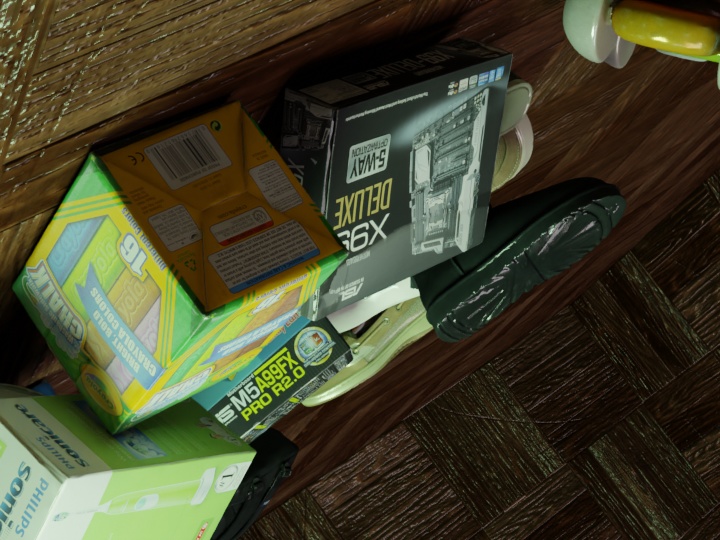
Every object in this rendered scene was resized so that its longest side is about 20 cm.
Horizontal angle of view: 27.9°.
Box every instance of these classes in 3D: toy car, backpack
[{"bbox_3d":[0.273,-0.231,1.192,0.200,0.174,0.151,-11,115,-67],"label":"toy car"},{"bbox_3d":[-0.198,0.312,1.993,0.163,0.153,0.201,-28,145,-51],"label":"backpack"}]

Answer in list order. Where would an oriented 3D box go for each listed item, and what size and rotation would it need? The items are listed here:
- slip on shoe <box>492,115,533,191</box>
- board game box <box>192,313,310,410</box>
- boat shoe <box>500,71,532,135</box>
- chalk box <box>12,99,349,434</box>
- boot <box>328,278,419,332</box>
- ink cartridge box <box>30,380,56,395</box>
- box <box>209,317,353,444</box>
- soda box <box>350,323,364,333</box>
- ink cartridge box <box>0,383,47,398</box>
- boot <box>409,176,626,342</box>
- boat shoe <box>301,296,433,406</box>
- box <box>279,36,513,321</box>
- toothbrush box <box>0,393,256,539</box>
[{"bbox_3d":[0.095,-0.098,1.331,0.060,0.076,0.200,-35,178,-25],"label":"slip on shoe"},{"bbox_3d":[-0.093,0.043,1.207,0.200,0.047,0.151,-41,-172,-21],"label":"board game box"},{"bbox_3d":[0.053,-0.119,1.140,0.199,0.057,0.067,-23,135,-40],"label":"boat shoe"},{"bbox_3d":[-0.125,0.012,0.913,0.124,0.124,0.200,-27,166,-41],"label":"chalk box"},{"bbox_3d":[0.000,0.000,1.440,0.199,0.073,0.091,-17,-149,14],"label":"boot"},{"bbox_3d":[-0.250,0.215,1.170,0.084,0.200,0.145,-29,166,-41],"label":"ink cartridge box"},{"bbox_3d":[-0.081,0.106,1.270,0.160,0.044,0.200,-38,175,-3],"label":"box"},{"bbox_3d":[-0.087,0.075,1.474,0.200,0.068,0.064,-32,167,-26],"label":"soda box"},{"bbox_3d":[-0.240,0.104,1.035,0.199,0.050,0.162,-23,167,-12],"label":"ink cartridge box"},{"bbox_3d":[0.097,-0.054,1.181,0.198,0.163,0.073,-37,147,13],"label":"boot"},{"bbox_3d":[0.013,0.061,1.456,0.200,0.063,0.073,-36,-174,0],"label":"boat shoe"},{"bbox_3d":[0.022,-0.070,1.033,0.200,0.050,0.158,-23,129,-45],"label":"box"},{"bbox_3d":[-0.181,0.162,0.946,0.200,0.086,0.146,1,121,-61],"label":"toothbrush box"}]
